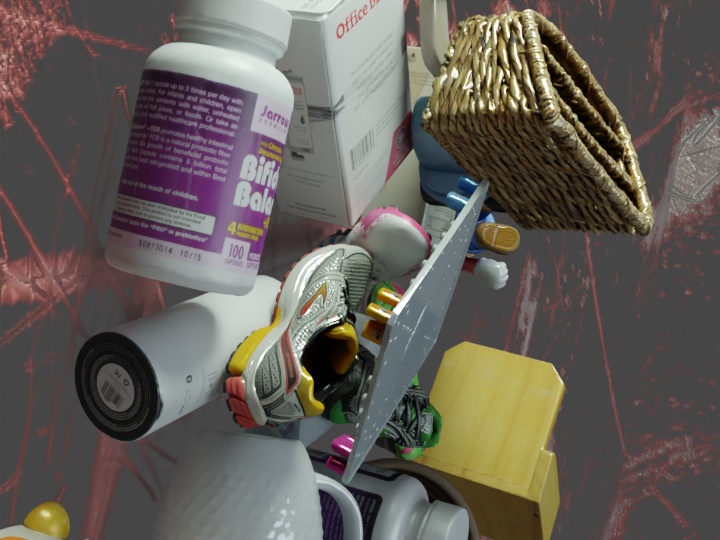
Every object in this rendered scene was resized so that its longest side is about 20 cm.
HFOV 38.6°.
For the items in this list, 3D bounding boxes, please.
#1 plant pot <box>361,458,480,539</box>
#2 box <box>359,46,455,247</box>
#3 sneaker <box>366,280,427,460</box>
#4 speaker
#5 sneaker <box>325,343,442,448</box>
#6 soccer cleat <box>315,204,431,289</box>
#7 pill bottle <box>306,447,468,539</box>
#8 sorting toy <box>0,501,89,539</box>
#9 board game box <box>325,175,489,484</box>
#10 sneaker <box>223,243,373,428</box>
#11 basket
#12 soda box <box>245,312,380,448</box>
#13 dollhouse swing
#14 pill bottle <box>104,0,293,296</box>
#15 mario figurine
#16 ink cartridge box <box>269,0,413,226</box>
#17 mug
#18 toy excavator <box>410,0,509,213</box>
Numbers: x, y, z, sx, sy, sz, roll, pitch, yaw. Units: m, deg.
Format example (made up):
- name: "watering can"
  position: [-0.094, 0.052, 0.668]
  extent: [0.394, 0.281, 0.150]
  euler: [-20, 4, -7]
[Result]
- name: "plant pot"
  position: [0.037, 0.314, 1.167]
  extent: [0.175, 0.197, 0.204]
  euler: [58, 48, -79]
- name: "box"
  position: [0.067, -0.131, 1.119]
  extent: [0.095, 0.077, 0.204]
  euler: [11, 91, -65]
- name: "sneaker"
  position: [0.027, 0.113, 1.164]
  extent: [0.076, 0.083, 0.204]
  euler: [-6, 91, -42]
- name: "speaker"
  position: [-0.125, 0.062, 0.803]
  extent: [0.199, 0.080, 0.083]
  euler: [-24, 123, -60]
- name: "sneaker"
  position: [0.029, 0.125, 0.999]
  extent: [0.200, 0.084, 0.079]
  euler: [37, 69, -62]
- name: "soccer cleat"
  position: [0.000, 0.000, 0.945]
  extent: [0.087, 0.070, 0.200]
  euler: [-54, -168, -19]
- name: "pill bottle"
  position: [0.001, 0.247, 1.005]
  extent: [0.111, 0.197, 0.113]
  euler: [-38, 134, -56]
- name: "sorting toy"
  position: [-0.160, 0.260, 0.704]
  extent: [0.107, 0.178, 0.202]
  euler: [-53, 146, -40]
- name: "board game box"
  position: [0.038, 0.047, 0.856]
  extent: [0.200, 0.026, 0.202]
  euler: [-53, 163, -46]
- name: "sneaker"
  position: [-0.028, 0.052, 0.818]
  extent: [0.201, 0.081, 0.079]
  euler: [-61, 139, -45]
- name: "basket"
  position: [0.177, -0.136, 0.905]
  extent: [0.199, 0.148, 0.144]
  euler: [38, 69, -39]
- name: "soda box"
  position: [-0.035, 0.105, 1.029]
  extent: [0.199, 0.063, 0.069]
  euler: [-30, 129, -57]
- name: "dollhouse swing"
  position: [0.174, 0.229, 1.365]
  extent: [0.177, 0.197, 0.183]
  euler: [-60, 149, -34]
- name: "pill bottle"
  position: [-0.108, -0.091, 0.732]
  extent: [0.112, 0.111, 0.204]
  euler: [10, 93, -64]
- name: "mario figurine"
  position: [0.141, -0.052, 1.204]
  extent: [0.124, 0.105, 0.200]
  euler: [-57, -170, -13]
- name: "ink cartridge box"
  position: [-0.020, -0.166, 0.915]
  extent: [0.147, 0.082, 0.202]
  euler: [-52, 145, -43]
- name: "mug"
  position: [-0.081, 0.230, 0.866]
  extent: [0.198, 0.147, 0.179]
  euler: [12, 80, -35]
- name: "toy excavator"
  position: [0.091, -0.168, 0.970]
  extent: [0.199, 0.099, 0.198]
  euler: [26, 76, -57]
